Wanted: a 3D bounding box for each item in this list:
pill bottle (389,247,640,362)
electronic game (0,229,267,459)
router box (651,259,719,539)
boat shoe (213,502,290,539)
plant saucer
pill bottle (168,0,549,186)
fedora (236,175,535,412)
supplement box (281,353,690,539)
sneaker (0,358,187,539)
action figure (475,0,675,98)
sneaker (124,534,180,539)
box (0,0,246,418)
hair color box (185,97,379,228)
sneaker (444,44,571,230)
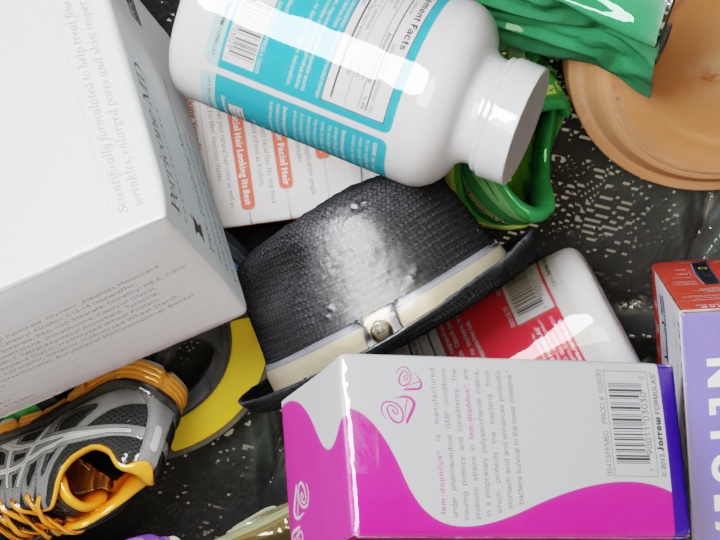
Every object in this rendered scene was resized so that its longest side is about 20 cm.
[{"bbox_3d":[0.069,0.078,1.551,0.200,0.112,0.112,-28,96,6],"label":"pill bottle"},{"bbox_3d":[-0.149,0.038,1.555,0.199,0.042,0.201,-1,125,-1],"label":"electronic game"},{"bbox_3d":[0.210,0.104,1.515,0.049,0.180,0.201,-4,97,2],"label":"router box"},{"bbox_3d":[-0.012,0.155,1.505,0.200,0.063,0.073,-25,101,13],"label":"boat shoe"},{"bbox_3d":[0.220,-0.132,1.510,0.200,0.032,0.201,-5,125,-8],"label":"plant saucer"},{"bbox_3d":[0.002,-0.116,1.428,0.199,0.111,0.111,23,99,10],"label":"pill bottle"},{"bbox_3d":[0.000,0.000,1.488,0.200,0.201,0.092,-29,93,6],"label":"fedora"},{"bbox_3d":[0.067,0.108,1.407,0.199,0.103,0.102,4,72,-23],"label":"supplement box"},{"bbox_3d":[-0.188,0.130,1.559,0.078,0.077,0.200,34,126,-27],"label":"sneaker"},{"bbox_3d":[0.079,-0.165,1.446,0.199,0.118,0.055,20,65,9],"label":"action figure"},{"bbox_3d":[-0.195,0.202,1.554,0.200,0.081,0.083,-20,135,29],"label":"sneaker"},{"bbox_3d":[-0.194,-0.045,1.430,0.199,0.131,0.199,-23,61,9],"label":"box"},{"bbox_3d":[-0.082,-0.084,1.559,0.199,0.064,0.111,-7,99,5],"label":"hair color box"},{"bbox_3d":[0.092,-0.121,1.526,0.074,0.083,0.201,-19,112,-37],"label":"sneaker"}]
